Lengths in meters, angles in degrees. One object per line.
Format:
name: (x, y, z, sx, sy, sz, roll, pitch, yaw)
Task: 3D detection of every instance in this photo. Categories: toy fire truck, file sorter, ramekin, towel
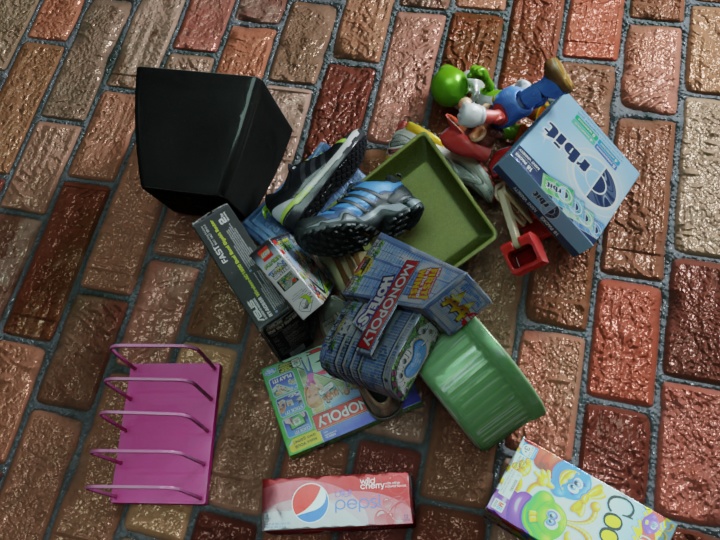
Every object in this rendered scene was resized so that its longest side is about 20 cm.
toy fire truck: (0.228, -0.092, 1.091, 0.049, 0.141, 0.201, -28, 73, 31)
file sorter: (-0.284, 0.211, 1.039, 0.138, 0.126, 0.201, -1, 66, 7)
ramekin: (0.138, 0.136, 0.982, 0.098, 0.200, 0.200, -38, 67, -2)
towel: (-0.084, -0.104, 1.192, 0.112, 0.049, 0.200, 40, 77, 20)

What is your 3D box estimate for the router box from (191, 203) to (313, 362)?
router box: (-0.153, 0.021, 1.091, 0.062, 0.150, 0.200, -33, 67, -8)

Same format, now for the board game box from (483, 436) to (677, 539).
board game box: (0.265, 0.310, 0.936, 0.199, 0.105, 0.103, 28, 73, 18)

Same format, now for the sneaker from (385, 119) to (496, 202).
sneaker: (0.127, -0.155, 1.181, 0.199, 0.078, 0.082, 32, 87, 23)

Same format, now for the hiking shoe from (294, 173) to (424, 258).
hiking shoe: (-0.011, -0.078, 1.057, 0.199, 0.075, 0.087, -15, 57, -29)

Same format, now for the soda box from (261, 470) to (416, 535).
soda box: (-0.028, 0.309, 0.998, 0.199, 0.063, 0.070, -5, 66, 6)

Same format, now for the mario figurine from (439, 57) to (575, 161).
mario figurine: (0.196, -0.242, 1.079, 0.199, 0.123, 0.106, -31, 53, 21)

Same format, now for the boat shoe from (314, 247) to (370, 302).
boat shoe: (0.000, 0.000, 1.081, 0.074, 0.076, 0.200, -42, 70, 10)

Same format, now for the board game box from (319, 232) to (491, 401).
board game box: (0.053, 0.053, 0.938, 0.199, 0.062, 0.201, 6, 59, 53)

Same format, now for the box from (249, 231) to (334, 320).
box: (-0.090, 0.002, 1.048, 0.035, 0.200, 0.110, -39, 93, 6)

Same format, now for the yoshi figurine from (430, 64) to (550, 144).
yoshi figurine: (0.189, -0.266, 1.197, 0.200, 0.112, 0.113, 33, 82, 23)

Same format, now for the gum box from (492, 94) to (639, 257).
gum box: (0.301, -0.143, 1.085, 0.170, 0.045, 0.200, 47, 53, -3)

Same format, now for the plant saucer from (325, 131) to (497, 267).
plant saucer: (0.076, -0.066, 1.123, 0.199, 0.048, 0.201, -37, 71, 14)

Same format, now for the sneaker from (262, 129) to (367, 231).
sneaker: (-0.073, -0.151, 1.144, 0.083, 0.072, 0.200, 36, 76, 18)

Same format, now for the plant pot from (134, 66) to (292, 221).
plant pot: (-0.239, -0.185, 1.177, 0.199, 0.200, 0.179, 9, 79, 11)

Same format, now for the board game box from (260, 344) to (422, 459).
board game box: (-0.028, 0.167, 1.078, 0.199, 0.029, 0.135, -22, 65, -3)

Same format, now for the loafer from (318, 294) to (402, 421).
loafer: (-0.001, 0.111, 1.048, 0.072, 0.063, 0.201, -28, 66, -4)
